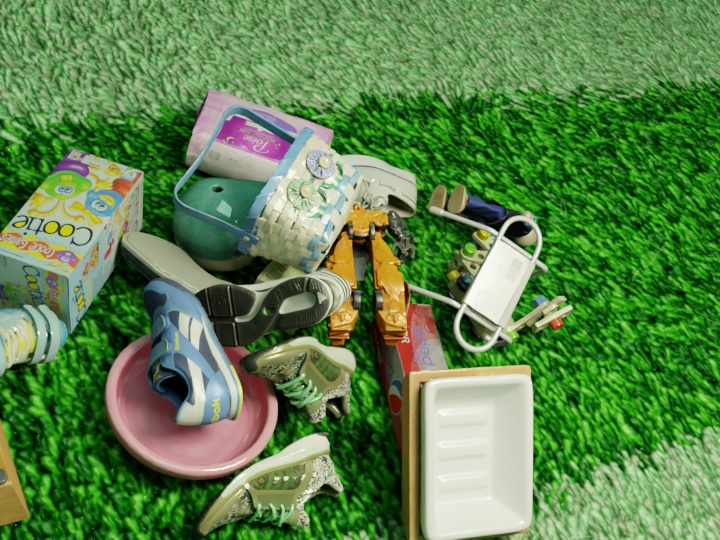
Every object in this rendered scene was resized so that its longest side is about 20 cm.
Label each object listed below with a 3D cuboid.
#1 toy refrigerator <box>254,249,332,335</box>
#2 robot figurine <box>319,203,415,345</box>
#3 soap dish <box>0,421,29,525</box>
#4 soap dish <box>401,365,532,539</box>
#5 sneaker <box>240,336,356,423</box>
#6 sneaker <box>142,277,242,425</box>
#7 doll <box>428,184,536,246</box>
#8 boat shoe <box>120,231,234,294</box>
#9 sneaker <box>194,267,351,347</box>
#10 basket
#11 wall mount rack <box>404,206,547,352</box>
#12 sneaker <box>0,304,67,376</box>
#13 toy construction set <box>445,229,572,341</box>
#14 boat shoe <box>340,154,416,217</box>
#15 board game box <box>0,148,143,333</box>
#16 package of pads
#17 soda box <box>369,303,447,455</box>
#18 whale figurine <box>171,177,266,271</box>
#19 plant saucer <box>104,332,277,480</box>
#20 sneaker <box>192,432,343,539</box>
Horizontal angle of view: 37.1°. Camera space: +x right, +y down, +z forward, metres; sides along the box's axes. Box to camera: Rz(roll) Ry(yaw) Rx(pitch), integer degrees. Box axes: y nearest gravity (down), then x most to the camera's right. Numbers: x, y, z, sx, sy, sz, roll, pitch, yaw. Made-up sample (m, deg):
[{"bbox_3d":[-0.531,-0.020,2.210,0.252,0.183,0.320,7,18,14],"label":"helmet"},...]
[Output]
[{"bbox_3d":[-0.064,-0.011,1.445,0.076,0.070,0.200,33,47,6],"label":"toy refrigerator"},{"bbox_3d":[0.000,0.000,1.376,0.145,0.058,0.200,2,53,-9],"label":"robot figurine"},{"bbox_3d":[-0.454,0.200,1.083,0.200,0.081,0.157,-10,56,-29],"label":"soap dish"},{"bbox_3d":[0.121,0.212,1.255,0.157,0.081,0.200,-1,93,-23],"label":"soap dish"},{"bbox_3d":[-0.063,0.133,1.268,0.200,0.077,0.089,17,54,-54],"label":"sneaker"},{"bbox_3d":[-0.209,0.091,1.221,0.082,0.074,0.200,-16,58,-31],"label":"sneaker"},{"bbox_3d":[0.192,-0.080,1.594,0.200,0.136,0.048,18,81,-39],"label":"doll"},{"bbox_3d":[-0.220,0.023,1.349,0.200,0.062,0.075,31,32,-4],"label":"boat shoe"},{"bbox_3d":[-0.101,0.044,1.282,0.115,0.200,0.076,-12,93,-64],"label":"sneaker"},{"bbox_3d":[-0.109,-0.104,1.324,0.200,0.139,0.176,24,58,2],"label":"basket"},{"bbox_3d":[0.147,0.006,1.414,0.174,0.075,0.200,33,72,-12],"label":"wall mount rack"},{"bbox_3d":[-0.377,0.076,1.173,0.131,0.080,0.200,3,9,-28],"label":"sneaker"},{"bbox_3d":[0.197,0.030,1.517,0.131,0.092,0.200,-17,49,-34],"label":"toy construction set"},{"bbox_3d":[0.014,-0.105,1.537,0.202,0.075,0.086,13,62,-53],"label":"boat shoe"},{"bbox_3d":[-0.355,-0.040,1.311,0.103,0.105,0.200,18,45,5],"label":"board game box"},{"bbox_3d":[-0.145,-0.176,1.550,0.200,0.076,0.121,18,46,-7],"label":"package of pads"},{"bbox_3d":[0.070,0.137,1.378,0.070,0.063,0.200,5,49,-22],"label":"soda box"},{"bbox_3d":[-0.153,-0.083,1.422,0.200,0.104,0.159,-24,50,-21],"label":"whale figurine"},{"bbox_3d":[-0.199,0.159,1.251,0.200,0.051,0.201,12,48,-14],"label":"plant saucer"},{"bbox_3d":[-0.094,0.257,1.201,0.200,0.077,0.089,-26,73,-35],"label":"sneaker"}]
